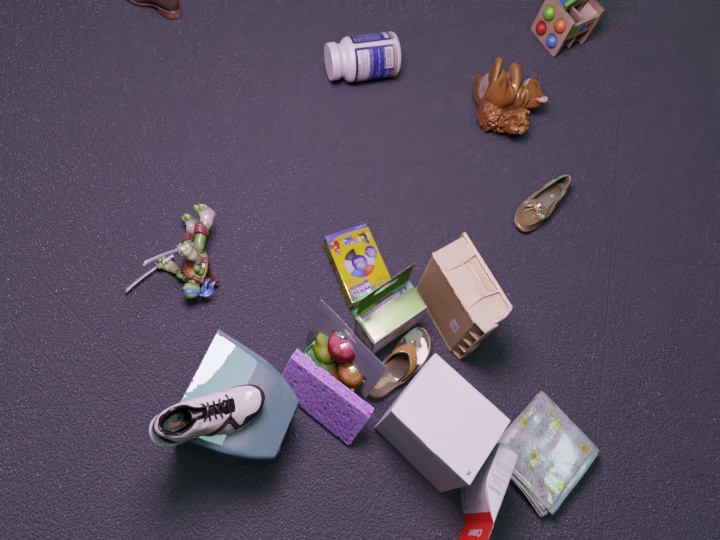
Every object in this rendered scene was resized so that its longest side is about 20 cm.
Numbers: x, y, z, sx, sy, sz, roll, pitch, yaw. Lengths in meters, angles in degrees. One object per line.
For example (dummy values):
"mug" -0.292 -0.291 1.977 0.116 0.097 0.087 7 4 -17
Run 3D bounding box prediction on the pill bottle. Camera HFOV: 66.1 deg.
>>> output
"pill bottle" 0.005 -0.581 1.511 0.194 0.116 0.119 -11 67 -14

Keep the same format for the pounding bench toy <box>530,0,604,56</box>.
"pounding bench toy" 0.626 -0.775 1.648 0.153 0.201 0.126 -27 72 -20

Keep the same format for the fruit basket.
"fruit basket" -0.033 0.167 1.125 0.185 0.202 0.093 44 52 13

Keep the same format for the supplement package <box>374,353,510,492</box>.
"supplement package" 0.153 0.305 1.090 0.190 0.201 0.147 41 66 10

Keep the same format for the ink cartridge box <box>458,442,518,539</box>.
"ink cartridge box" 0.221 0.441 1.061 0.046 0.161 0.202 30 65 5

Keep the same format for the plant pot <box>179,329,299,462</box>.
"plant pot" -0.228 0.267 1.058 0.196 0.197 0.200 25 64 -2

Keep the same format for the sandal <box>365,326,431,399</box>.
"sandal" 0.086 0.201 1.206 0.199 0.054 0.081 -39 76 -22

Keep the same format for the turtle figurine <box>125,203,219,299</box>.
"turtle figurine" -0.395 -0.049 1.196 0.193 0.145 0.199 10 61 -8

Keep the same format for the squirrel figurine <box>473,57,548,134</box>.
"squirrel figurine" 0.419 -0.463 1.532 0.181 0.141 0.207 10 78 -15

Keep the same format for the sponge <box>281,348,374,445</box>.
"sponge" -0.075 0.259 1.124 0.198 0.113 0.030 36 39 8

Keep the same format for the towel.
"towel" 0.389 0.386 1.175 0.199 0.048 0.172 -38 77 -22

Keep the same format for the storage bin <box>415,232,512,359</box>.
"storage bin" 0.219 0.064 1.208 0.092 0.201 0.202 -24 71 -17

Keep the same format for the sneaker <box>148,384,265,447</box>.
"sneaker" -0.249 0.241 0.918 0.195 0.080 0.076 -16 75 -26

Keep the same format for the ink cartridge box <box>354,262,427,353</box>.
"ink cartridge box" 0.066 0.087 1.167 0.146 0.201 0.077 -32 73 -14

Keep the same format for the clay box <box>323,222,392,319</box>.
"clay box" 0.000 0.000 1.287 0.112 0.048 0.204 -18 69 -17

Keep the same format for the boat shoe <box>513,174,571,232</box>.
"boat shoe" 0.472 -0.177 1.431 0.199 0.063 0.074 -37 75 -22
